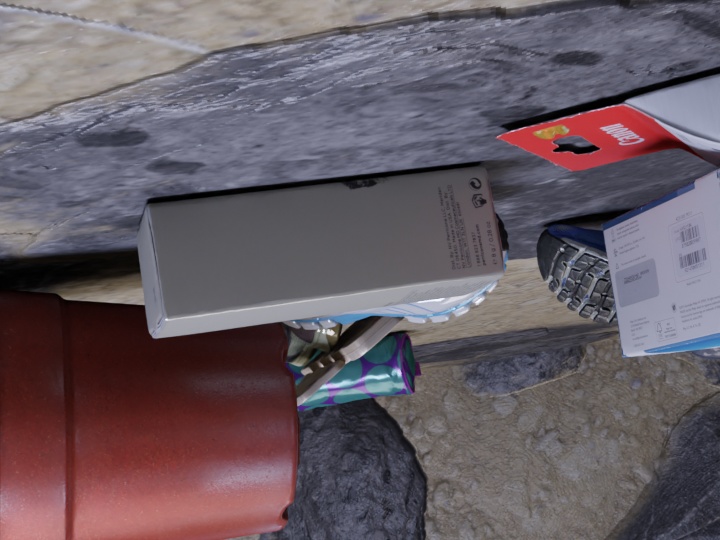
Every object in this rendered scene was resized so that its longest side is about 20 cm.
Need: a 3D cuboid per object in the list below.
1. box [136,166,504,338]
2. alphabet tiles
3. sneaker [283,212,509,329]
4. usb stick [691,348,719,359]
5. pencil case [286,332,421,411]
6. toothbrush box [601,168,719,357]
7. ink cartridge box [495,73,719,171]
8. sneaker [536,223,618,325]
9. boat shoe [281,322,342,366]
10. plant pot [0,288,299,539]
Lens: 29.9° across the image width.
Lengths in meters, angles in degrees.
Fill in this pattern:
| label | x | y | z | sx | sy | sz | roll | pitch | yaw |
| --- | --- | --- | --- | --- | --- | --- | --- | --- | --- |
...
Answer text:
| label | x | y | z | sx | sy | sz | roll | pitch | yaw |
| --- | --- | --- | --- | --- | --- | --- | --- | --- | --- |
| box | -0.025 | -0.010 | 0.781 | 0.200 | 0.069 | 0.082 | -7 | 172 | -16 |
| alphabet tiles | 0.007 | 0.044 | 1.081 | 0.196 | 0.015 | 0.200 | -41 | -179 | -17 |
| sneaker | 0.000 | 0.000 | 0.888 | 0.200 | 0.075 | 0.087 | -14 | 165 | 30 |
| usb stick | 0.276 | -0.002 | 0.987 | 0.055 | 0.033 | 0.200 | -1 | 140 | 3 |
| pencil case | -0.025 | 0.141 | 1.817 | 0.200 | 0.085 | 0.092 | -11 | 156 | 12 |
| toothbrush box | 0.258 | -0.008 | 0.747 | 0.200 | 0.086 | 0.146 | -4 | 172 | -14 |
| ink cartridge box | 0.193 | -0.066 | 0.720 | 0.200 | 0.050 | 0.161 | -15 | 171 | 23 |
| sneaker | 0.234 | -0.005 | 1.084 | 0.200 | 0.089 | 0.079 | 14 | 145 | -14 |
| boat shoe | -0.059 | 0.036 | 1.106 | 0.066 | 0.072 | 0.201 | 16 | 171 | -10 |
| plant pot | -0.149 | 0.105 | 0.897 | 0.195 | 0.201 | 0.201 | -1 | 170 | -15 |
